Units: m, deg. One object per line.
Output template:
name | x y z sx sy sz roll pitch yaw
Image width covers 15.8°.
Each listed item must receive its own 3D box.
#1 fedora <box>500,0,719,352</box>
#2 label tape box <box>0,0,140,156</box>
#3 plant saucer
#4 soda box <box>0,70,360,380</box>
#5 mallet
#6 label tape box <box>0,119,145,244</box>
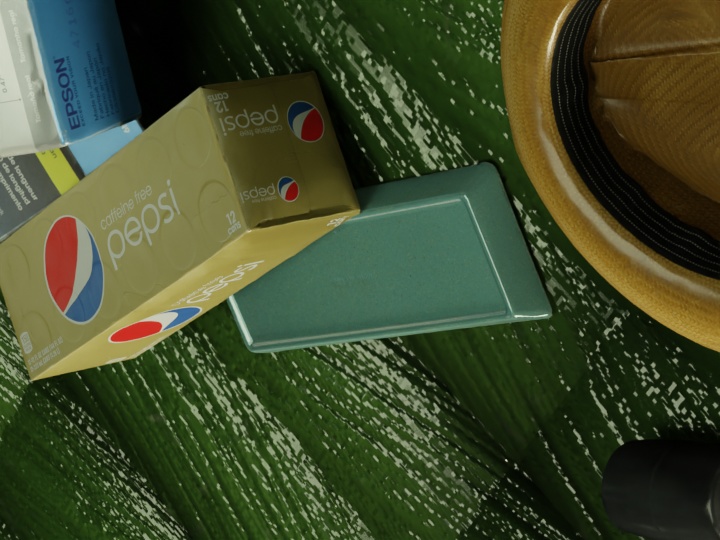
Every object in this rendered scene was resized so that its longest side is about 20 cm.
fedora | 0.141 -0.063 0.869 0.200 0.082 0.202 23 129 31
label tape box | -0.207 -0.118 1.137 0.199 0.066 0.144 -7 102 29
plant saucer | 0.000 0.000 1.126 0.199 0.019 0.070 -9 107 52
soda box | -0.086 -0.017 1.152 0.200 0.064 0.068 -32 74 50
mallet | 0.136 0.165 1.014 0.066 0.041 0.202 -10 83 50
label tape box | -0.182 -0.089 1.226 0.199 0.066 0.144 -30 91 38
